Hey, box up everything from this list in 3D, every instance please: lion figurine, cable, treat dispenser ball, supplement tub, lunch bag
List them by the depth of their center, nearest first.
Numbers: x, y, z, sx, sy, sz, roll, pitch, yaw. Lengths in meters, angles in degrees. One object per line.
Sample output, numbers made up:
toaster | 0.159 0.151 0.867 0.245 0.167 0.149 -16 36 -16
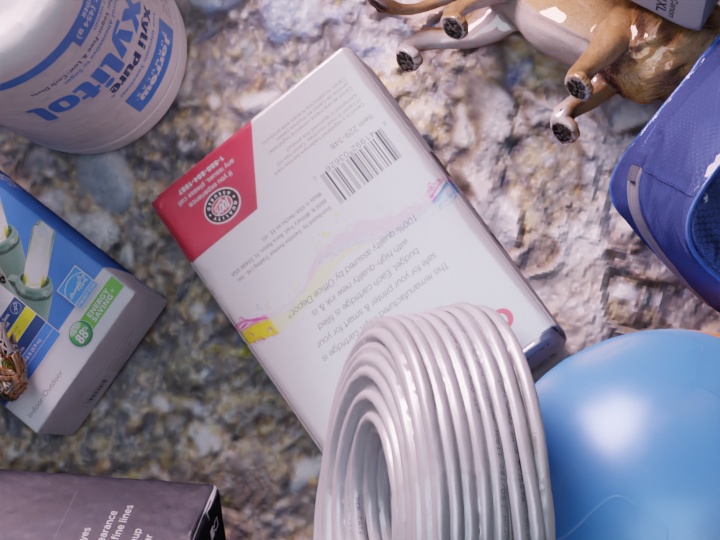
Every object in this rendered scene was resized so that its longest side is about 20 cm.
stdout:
cable | 0.030 0.116 0.860 0.069 0.200 0.201 1 84 -16
treat dispenser ball | 0.157 0.130 0.902 0.200 0.201 0.202 -2 82 12
lunch bag | 0.236 -0.069 0.941 0.136 0.132 0.200 41 90 -19
lion figurine | 0.115 -0.139 1.015 0.200 0.073 0.122 33 56 21
supplement tub | -0.187 -0.147 1.018 0.131 0.200 0.133 -2 82 13

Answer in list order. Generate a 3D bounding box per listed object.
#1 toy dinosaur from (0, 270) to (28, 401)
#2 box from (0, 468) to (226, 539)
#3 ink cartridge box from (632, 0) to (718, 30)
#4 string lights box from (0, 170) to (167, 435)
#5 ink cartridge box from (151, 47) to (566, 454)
toy dinosaur | -0.282 0.020 1.028 0.136 0.102 0.200 -47 57 -8
box | -0.187 0.213 0.960 0.199 0.197 0.118 4 126 13
ink cartridge box | 0.196 -0.252 0.945 0.083 0.146 0.200 28 67 16
string lights box | -0.227 -0.001 1.078 0.200 0.059 0.103 36 93 15
ink cartridge box | 0.000 0.000 1.015 0.147 0.086 0.200 -36 78 6
